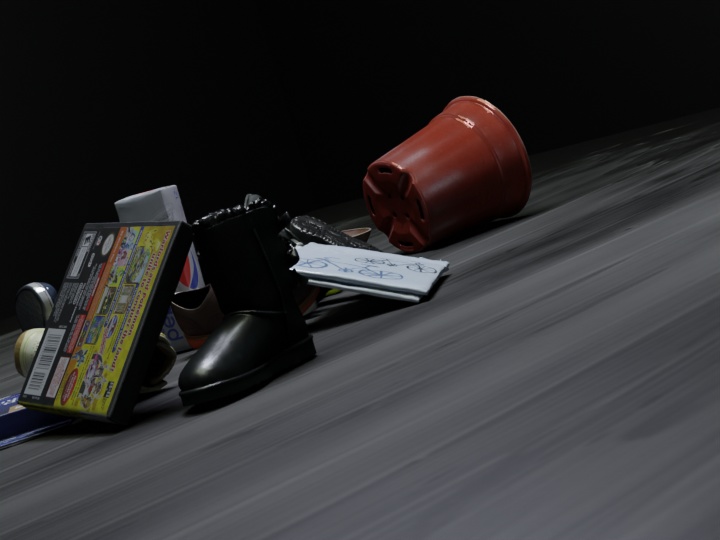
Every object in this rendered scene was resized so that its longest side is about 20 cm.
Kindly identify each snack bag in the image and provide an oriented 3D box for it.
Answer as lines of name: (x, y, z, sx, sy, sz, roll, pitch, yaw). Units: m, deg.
snack bag: (0.000, 0.000, 1.679, 0.186, 0.022, 0.200, 8, 11, 10)

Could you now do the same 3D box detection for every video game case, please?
video game case: (-0.251, 0.048, 1.419, 0.025, 0.202, 0.180, 30, -19, -37)

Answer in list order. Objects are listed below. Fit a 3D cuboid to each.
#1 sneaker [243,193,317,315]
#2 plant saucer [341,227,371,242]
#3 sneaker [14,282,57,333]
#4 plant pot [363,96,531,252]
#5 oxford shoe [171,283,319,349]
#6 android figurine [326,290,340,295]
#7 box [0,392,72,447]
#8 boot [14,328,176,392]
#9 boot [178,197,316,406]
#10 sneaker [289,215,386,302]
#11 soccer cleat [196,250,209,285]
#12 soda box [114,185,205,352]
sneaker: (-0.098, -0.016, 1.802, 0.087, 0.202, 0.074, -12, -36, -4)
plant saucer: (-0.078, -0.023, 2.021, 0.198, 0.032, 0.200, -14, 6, 1)
sneaker: (-0.316, 0.051, 1.665, 0.145, 0.077, 0.203, -31, -24, -22)
plant pot: (0.121, -0.133, 2.178, 0.194, 0.203, 0.200, -30, 11, -31)
oxford shoe: (-0.139, 0.038, 1.677, 0.198, 0.073, 0.071, -17, 31, 29)
android figurine: (-0.080, 0.018, 1.986, 0.198, 0.042, 0.182, -14, 6, 13)
box: (-0.364, 0.154, 1.536, 0.120, 0.033, 0.200, -17, 6, -8)
boot: (-0.251, 0.090, 1.560, 0.153, 0.073, 0.199, 3, 4, 37)
boot: (-0.122, 0.026, 1.365, 0.073, 0.164, 0.198, -13, 7, 36)
sneaker: (-0.042, 0.003, 1.838, 0.199, 0.105, 0.060, 30, 33, 26)
soccer cleat: (-0.174, 0.004, 1.874, 0.073, 0.068, 0.201, -38, -15, -33)
soda box: (-0.241, -0.001, 1.804, 0.067, 0.202, 0.063, -14, 5, 13)
